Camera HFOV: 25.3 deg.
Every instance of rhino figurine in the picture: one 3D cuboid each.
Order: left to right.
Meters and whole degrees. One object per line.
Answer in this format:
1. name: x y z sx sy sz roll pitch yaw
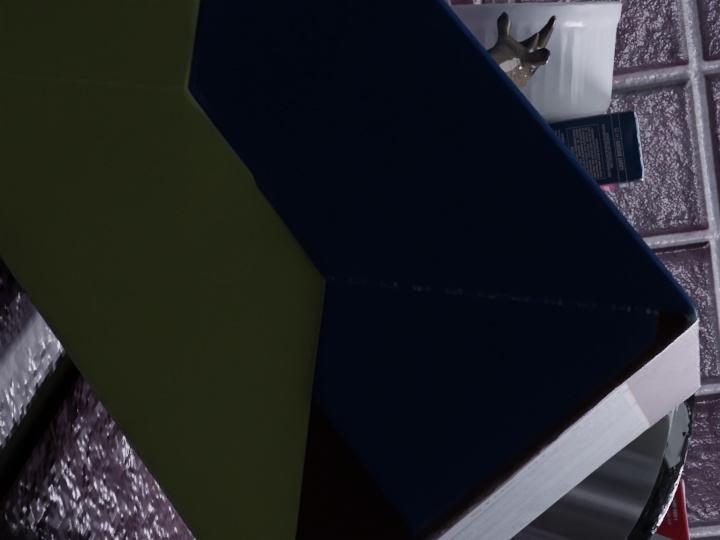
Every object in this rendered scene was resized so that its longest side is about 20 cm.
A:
1. rhino figurine: 0.062 -0.099 1.054 0.060 0.200 0.088 43 -10 18

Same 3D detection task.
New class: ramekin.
1. ramekin: 0.126 -0.182 1.389 0.200 0.198 0.099 -42 131 -77

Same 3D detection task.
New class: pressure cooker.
1. pressure cooker: 0.090 0.088 1.014 0.176 0.198 0.180 125 -20 -56

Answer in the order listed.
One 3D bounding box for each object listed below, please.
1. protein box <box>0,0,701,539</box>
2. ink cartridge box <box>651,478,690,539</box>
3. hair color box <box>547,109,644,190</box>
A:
1. protein box: -0.006 -0.008 0.500 0.199 0.135 0.200 52 4 14
2. ink cartridge box: 0.151 0.260 1.195 0.146 0.198 0.146 -82 163 -53
3. hair color box: 0.138 -0.089 1.352 0.100 0.198 0.061 -4 87 -79
